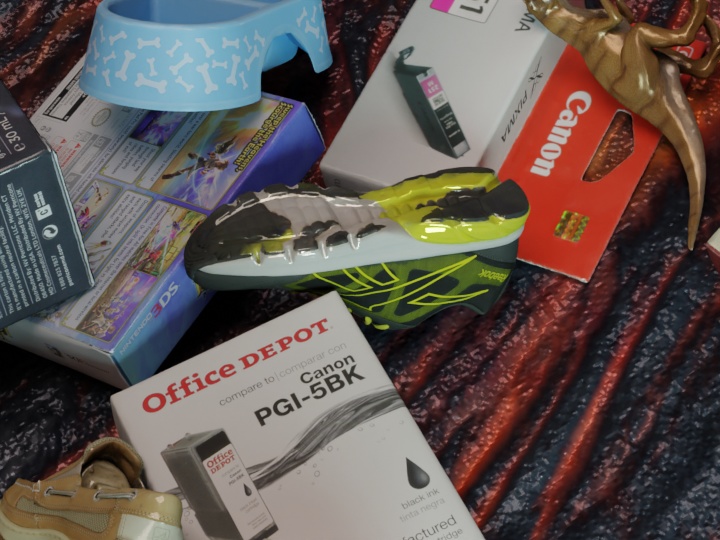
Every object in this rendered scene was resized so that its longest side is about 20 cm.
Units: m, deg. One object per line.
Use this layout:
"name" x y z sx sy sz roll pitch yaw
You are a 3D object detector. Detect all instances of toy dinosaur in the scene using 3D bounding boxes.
"toy dinosaur" 0.176 -0.116 1.357 0.106 0.060 0.200 -39 75 0

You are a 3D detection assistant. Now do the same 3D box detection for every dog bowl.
"dog bowl" -0.091 -0.144 1.362 0.111 0.050 0.200 12 22 23

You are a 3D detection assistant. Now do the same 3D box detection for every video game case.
"video game case" -0.147 -0.036 1.346 0.180 0.046 0.200 17 60 36

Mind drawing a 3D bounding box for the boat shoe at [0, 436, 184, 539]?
"boat shoe" -0.136 0.125 1.183 0.200 0.071 0.077 11 88 59

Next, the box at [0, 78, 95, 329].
"box" -0.275 -0.028 1.267 0.199 0.108 0.149 -26 44 -15

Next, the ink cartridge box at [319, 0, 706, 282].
"ink cartridge box" 0.095 -0.102 1.372 0.173 0.044 0.201 17 60 22

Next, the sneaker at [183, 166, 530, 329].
"sneaker" 0.000 0.000 1.274 0.198 0.085 0.075 -6 34 -7

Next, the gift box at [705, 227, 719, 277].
"gift box" 0.310 -0.003 1.185 0.187 0.200 0.184 -47 63 -4

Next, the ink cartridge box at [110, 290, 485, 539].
"ink cartridge box" -0.030 0.130 1.204 0.146 0.083 0.201 -25 55 -10
